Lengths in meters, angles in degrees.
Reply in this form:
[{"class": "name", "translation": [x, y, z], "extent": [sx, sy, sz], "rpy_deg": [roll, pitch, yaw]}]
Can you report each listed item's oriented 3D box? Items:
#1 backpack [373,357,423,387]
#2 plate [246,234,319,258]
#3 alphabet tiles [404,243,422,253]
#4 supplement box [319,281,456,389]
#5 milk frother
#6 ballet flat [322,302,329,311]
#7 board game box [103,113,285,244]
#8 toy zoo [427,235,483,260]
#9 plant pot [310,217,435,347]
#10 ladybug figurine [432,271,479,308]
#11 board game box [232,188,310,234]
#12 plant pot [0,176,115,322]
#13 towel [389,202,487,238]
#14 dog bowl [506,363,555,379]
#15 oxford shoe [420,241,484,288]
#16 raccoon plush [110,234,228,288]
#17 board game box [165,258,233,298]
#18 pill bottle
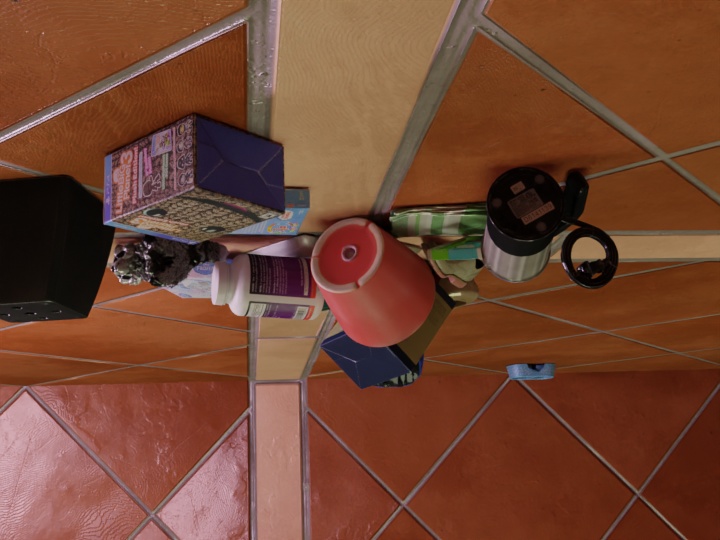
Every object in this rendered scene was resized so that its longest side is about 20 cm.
[{"class": "backpack", "translation": [0.081, 0.164, 2.156], "extent": [0.160, 0.204, 0.168], "rpy_deg": [-4, -163, 16]}, {"class": "plate", "translation": [-0.103, -0.019, 1.778], "extent": [0.198, 0.033, 0.198], "rpy_deg": [-14, 161, 42]}, {"class": "alphabet tiles", "translation": [0.000, 0.000, 1.775], "extent": [0.165, 0.008, 0.200], "rpy_deg": [10, 140, -42]}, {"class": "supplement box", "translation": [0.056, 0.112, 1.888], "extent": [0.134, 0.200, 0.199], "rpy_deg": [46, 146, -12]}, {"class": "milk frother", "translation": [0.285, -0.034, 1.403], "extent": [0.177, 0.203, 0.189], "rpy_deg": [-12, 160, 1]}, {"class": "ballet flat", "translation": [-0.054, 0.044, 1.891], "extent": [0.197, 0.068, 0.070], "rpy_deg": [-18, 175, -19]}, {"class": "board game box", "translation": [-0.224, -0.115, 1.226], "extent": [0.198, 0.099, 0.158], "rpy_deg": [-14, 162, 40]}, {"class": "toy zoo", "translation": [0.232, -0.043, 1.602], "extent": [0.198, 0.021, 0.130], "rpy_deg": [-2, -169, 40]}, {"class": "plant pot", "translation": [0.012, 0.010, 1.605], "extent": [0.197, 0.204, 0.177], "rpy_deg": [-8, 150, 23]}, {"class": "ladybug figurine", "translation": [0.174, 0.044, 1.992], "extent": [0.134, 0.073, 0.199], "rpy_deg": [8, 162, -38]}, {"class": "board game box", "translation": [-0.188, -0.093, 1.452], "extent": [0.196, 0.037, 0.151], "rpy_deg": [1, 166, -12]}, {"class": "plant pot", "translation": [-0.502, -0.021, 1.394], "extent": [0.196, 0.181, 0.200], "rpy_deg": [-3, 166, 6]}, {"class": "towel", "translation": [0.149, -0.082, 1.582], "extent": [0.196, 0.024, 0.153], "rpy_deg": [-3, 167, 3]}, {"class": "dog bowl", "translation": [0.667, 0.396, 3.559], "extent": [0.196, 0.051, 0.112], "rpy_deg": [1, 166, -11]}, {"class": "oxford shoe", "translation": [0.178, -0.027, 1.764], "extent": [0.073, 0.072, 0.199], "rpy_deg": [-34, 155, 16]}, {"class": "raccoon plush", "translation": [-0.357, -0.009, 1.666], "extent": [0.198, 0.099, 0.133], "rpy_deg": [10, 170, -42]}, {"class": "board game box", "translation": [-0.305, 0.018, 1.845], "extent": [0.195, 0.044, 0.200], "rpy_deg": [-1, 167, 11]}, {"class": "pill bottle", "translation": [-0.169, 0.029, 1.666], "extent": [0.196, 0.115, 0.112], "rpy_deg": [5, 165, -18]}]
